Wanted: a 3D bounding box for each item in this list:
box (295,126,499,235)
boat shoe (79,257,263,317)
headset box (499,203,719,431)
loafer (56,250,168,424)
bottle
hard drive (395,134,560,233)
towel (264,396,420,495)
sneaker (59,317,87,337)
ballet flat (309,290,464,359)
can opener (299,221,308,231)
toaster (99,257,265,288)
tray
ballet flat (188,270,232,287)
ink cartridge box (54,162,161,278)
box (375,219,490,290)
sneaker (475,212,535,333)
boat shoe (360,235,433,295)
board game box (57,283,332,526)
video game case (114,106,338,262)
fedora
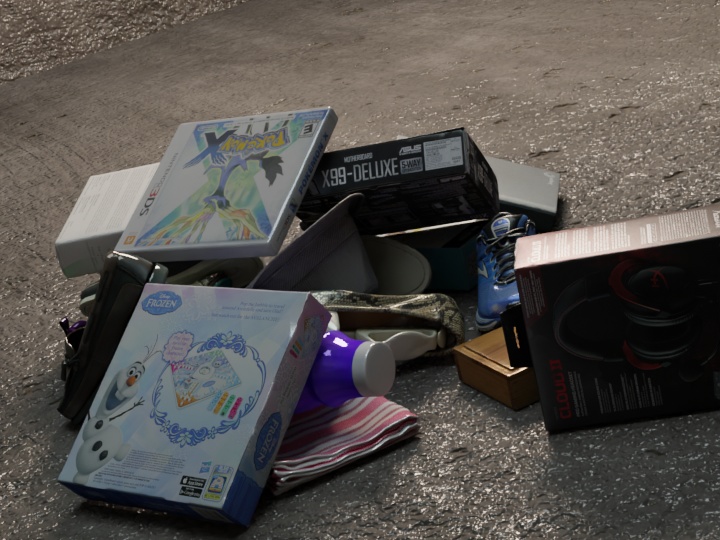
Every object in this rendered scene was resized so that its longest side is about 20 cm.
[{"bbox_3d":[0.033,-0.084,1.644,0.198,0.050,0.158,-9,-17,16],"label":"box"},{"bbox_3d":[-0.195,0.001,1.623,0.198,0.072,0.068,-20,56,10],"label":"boat shoe"},{"bbox_3d":[0.215,0.041,1.295,0.198,0.150,0.075,-9,20,12],"label":"headset box"},{"bbox_3d":[-0.252,0.060,1.521,0.063,0.201,0.072,28,29,-12],"label":"loafer"},{"bbox_3d":[-0.062,0.087,1.401,0.198,0.066,0.084,-2,37,37],"label":"bottle"},{"bbox_3d":[0.127,-0.099,1.804,0.198,0.033,0.140,14,23,4],"label":"hard drive"},{"bbox_3d":[-0.051,0.132,1.411,0.145,0.030,0.200,-21,20,-21],"label":"towel"},{"bbox_3d":[-0.205,0.071,1.594,0.198,0.088,0.075,-12,19,8],"label":"sneaker"},{"bbox_3d":[0.002,0.056,1.471,0.198,0.068,0.075,-1,27,-9],"label":"ballet flat"},{"bbox_3d":[0.012,-0.043,1.826,0.198,0.079,0.064,-8,59,26],"label":"can opener"},{"bbox_3d":[-0.183,0.003,1.734,0.198,0.115,0.129,-22,24,-16],"label":"toaster"},{"bbox_3d":[0.193,0.059,1.431,0.199,0.037,0.098,-23,21,-21],"label":"tray"},{"bbox_3d":[-0.182,0.071,1.524,0.074,0.068,0.201,8,48,8],"label":"ballet flat"},{"bbox_3d":[-0.216,-0.066,1.714,0.198,0.050,0.161,-9,29,12],"label":"ink cartridge box"},{"bbox_3d":[0.049,-0.017,1.719,0.198,0.050,0.082,1,24,36],"label":"box"},{"bbox_3d":[0.141,-0.003,1.556,0.078,0.090,0.200,-13,20,5],"label":"sneaker"},{"bbox_3d":[0.000,0.000,1.675,0.198,0.074,0.062,-2,1,35],"label":"boat shoe"},{"bbox_3d":[-0.143,0.110,1.361,0.199,0.043,0.201,3,61,38],"label":"board game box"},{"bbox_3d":[-0.136,-0.086,1.596,0.198,0.022,0.183,-2,49,33],"label":"video game case"},{"bbox_3d":[-0.043,0.015,1.571,0.177,0.090,0.200,-41,0,-28],"label":"fedora"}]
